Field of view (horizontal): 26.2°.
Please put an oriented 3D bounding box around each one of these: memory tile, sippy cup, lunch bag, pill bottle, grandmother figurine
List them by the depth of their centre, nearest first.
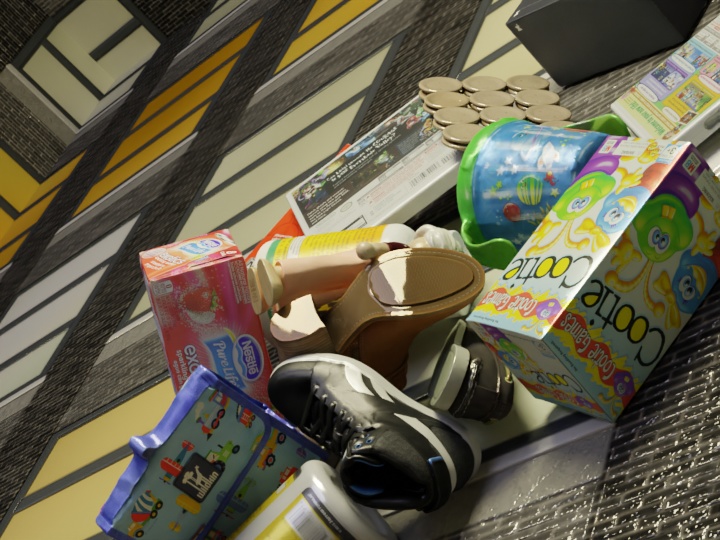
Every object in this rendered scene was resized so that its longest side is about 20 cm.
[{"bbox_3d":[-0.071,0.259,1.263,0.200,0.112,0.112,-44,19,3],"label":"pill bottle"},{"bbox_3d":[-0.137,0.166,1.291,0.094,0.200,0.151,33,85,31],"label":"lunch bag"},{"bbox_3d":[0.000,0.000,1.404,0.199,0.061,0.121,-11,0,-20],"label":"grandmother figurine"},{"bbox_3d":[0.179,-0.073,1.409,0.130,0.139,0.179,1,75,51],"label":"sippy cup"},{"bbox_3d":[0.004,0.014,1.522,0.199,0.113,0.113,-7,34,18],"label":"pill bottle"},{"bbox_3d":[0.147,-0.170,1.661,0.152,0.017,0.200,-3,27,-7],"label":"memory tile"}]

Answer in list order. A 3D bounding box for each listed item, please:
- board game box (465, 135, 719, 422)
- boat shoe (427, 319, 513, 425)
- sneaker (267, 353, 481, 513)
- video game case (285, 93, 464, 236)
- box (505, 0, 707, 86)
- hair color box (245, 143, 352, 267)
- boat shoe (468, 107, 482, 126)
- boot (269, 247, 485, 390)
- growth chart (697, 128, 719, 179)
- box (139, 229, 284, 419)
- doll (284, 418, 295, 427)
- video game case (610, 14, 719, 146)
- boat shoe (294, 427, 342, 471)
[{"bbox_3d":[0.197,0.003,1.222,0.200,0.103,0.105,-51,28,-15],"label":"board game box"},{"bbox_3d":[0.096,0.091,1.328,0.201,0.060,0.072,-68,0,-82],"label":"boat shoe"},{"bbox_3d":[-0.009,0.131,1.259,0.112,0.199,0.073,-25,-48,-59],"label":"sneaker"},{"bbox_3d":[0.020,-0.097,1.680,0.200,0.023,0.182,-37,31,5],"label":"video game case"},{"bbox_3d":[0.289,-0.318,1.690,0.200,0.104,0.182,-15,35,56],"label":"box"},{"bbox_3d":[-0.040,-0.036,1.787,0.200,0.102,0.061,-49,40,-11],"label":"hair color box"},{"bbox_3d":[0.142,-0.117,1.661,0.200,0.070,0.064,-126,48,-62],"label":"boat shoe"},{"bbox_3d":[0.026,0.062,1.386,0.199,0.155,0.074,-16,51,6],"label":"boot"},{"bbox_3d":[0.317,-0.121,1.370,0.145,0.018,0.200,-38,21,22],"label":"growth chart"},{"bbox_3d":[-0.141,0.074,1.489,0.095,0.201,0.100,-15,19,-9],"label":"box"},{"bbox_3d":[-0.030,0.103,1.584,0.136,0.048,0.200,-9,41,58],"label":"doll"},{"bbox_3d":[0.325,-0.181,1.420,0.182,0.022,0.200,-40,16,10],"label":"video game case"},{"bbox_3d":[-0.042,0.165,1.468,0.200,0.060,0.072,-52,21,-18],"label":"boat shoe"}]
